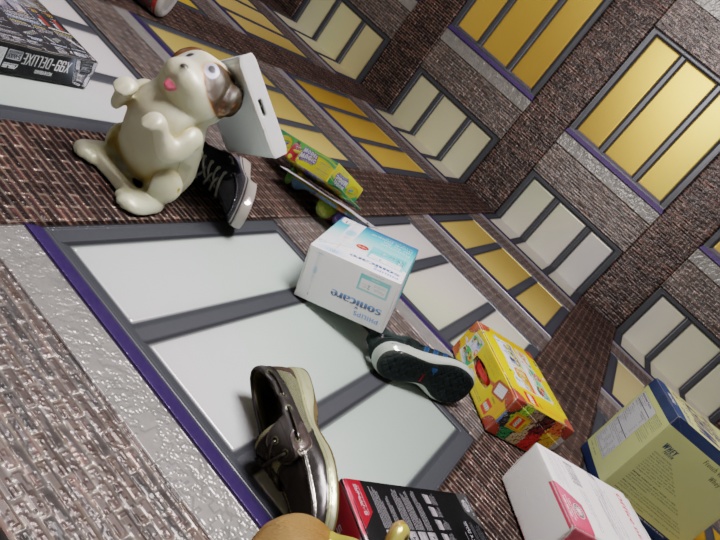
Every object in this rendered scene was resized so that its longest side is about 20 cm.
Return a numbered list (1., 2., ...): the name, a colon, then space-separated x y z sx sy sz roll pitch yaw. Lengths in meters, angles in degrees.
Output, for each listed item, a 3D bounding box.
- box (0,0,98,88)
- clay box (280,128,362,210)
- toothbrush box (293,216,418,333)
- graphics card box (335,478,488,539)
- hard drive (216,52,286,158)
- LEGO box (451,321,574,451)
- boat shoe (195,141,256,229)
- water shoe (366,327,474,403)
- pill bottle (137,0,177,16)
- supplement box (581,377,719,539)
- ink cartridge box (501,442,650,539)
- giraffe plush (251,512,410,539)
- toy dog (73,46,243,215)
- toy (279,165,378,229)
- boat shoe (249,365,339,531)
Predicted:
1. box: -0.494 -0.336 0.894 0.158 0.050 0.199 45 20 10
2. clay box: -0.078 -0.196 1.255 0.198 0.048 0.115 34 -2 30
3. toothbrush box: 0.000 0.000 0.997 0.144 0.087 0.200 24 20 6
4. graphics card box: 0.059 0.280 0.634 0.198 0.051 0.126 22 27 -40
5. hard drive: -0.171 -0.230 0.908 0.199 0.026 0.134 22 -45 58
6. LEGO box: 0.258 0.203 1.108 0.147 0.077 0.201 31 23 -25
7. boat shoe: -0.215 -0.133 0.971 0.091 0.076 0.201 23 18 -24
8. water shoe: 0.095 0.134 0.965 0.198 0.072 0.079 28 21 -33
9. pill bottle: -0.522 -0.704 1.502 0.198 0.116 0.116 36 20 -11
10. supplement box: 0.548 0.350 1.156 0.199 0.201 0.135 38 20 -5
11. ink cartridge box: 0.307 0.352 0.885 0.198 0.085 0.147 31 22 -21
12. giraffe plush: -0.044 0.225 0.393 0.198 0.163 0.174 30 22 -24
13. toy dog: -0.238 -0.188 0.835 0.140 0.201 0.192 49 22 23
14. toy: -0.066 -0.125 1.230 0.199 0.048 0.115 38 8 14
15. boat shoe: -0.071 0.170 0.610 0.064 0.074 0.201 15 27 -27
